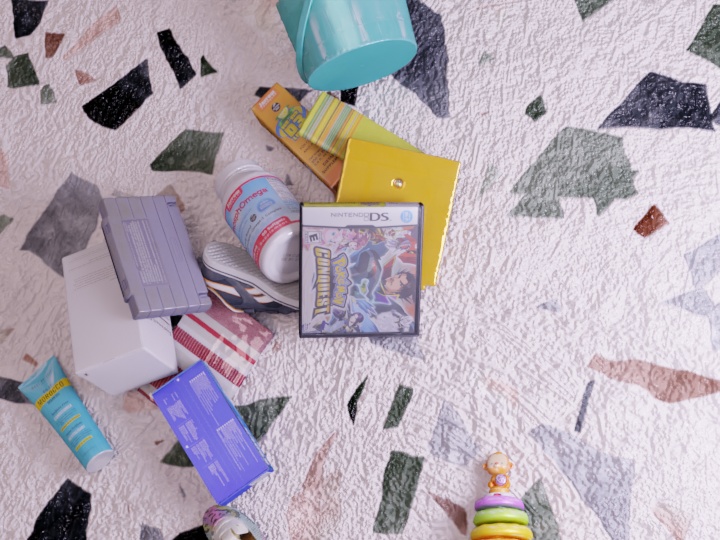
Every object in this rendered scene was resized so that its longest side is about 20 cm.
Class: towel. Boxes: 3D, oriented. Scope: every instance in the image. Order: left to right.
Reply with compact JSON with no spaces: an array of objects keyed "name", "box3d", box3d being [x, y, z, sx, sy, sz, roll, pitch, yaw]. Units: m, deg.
[{"name":"towel","box3d":[-0.243,0.143,1.784,0.144,0.023,0.201,34,90,18]},{"name":"towel","box3d":[0.007,-0.188,1.735,0.199,0.018,0.086,31,64,-3]}]

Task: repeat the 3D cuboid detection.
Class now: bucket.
[{"name":"bucket","box3d":[-0.017,-0.370,1.736,0.206,0.207,0.136,-19,80,11]}]

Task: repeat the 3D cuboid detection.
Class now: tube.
[{"name":"tube","box3d":[-0.465,0.231,1.818,0.077,0.050,0.200,-39,65,-9]}]

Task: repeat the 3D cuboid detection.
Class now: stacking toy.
[{"name":"stacking toy","box3d":[0.194,0.348,1.580,0.115,0.110,0.202,-6,65,17]}]

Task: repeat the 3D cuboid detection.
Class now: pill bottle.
[{"name":"pill bottle","box3d":[-0.144,-0.081,1.744,0.109,0.109,0.200,-42,52,3]}]

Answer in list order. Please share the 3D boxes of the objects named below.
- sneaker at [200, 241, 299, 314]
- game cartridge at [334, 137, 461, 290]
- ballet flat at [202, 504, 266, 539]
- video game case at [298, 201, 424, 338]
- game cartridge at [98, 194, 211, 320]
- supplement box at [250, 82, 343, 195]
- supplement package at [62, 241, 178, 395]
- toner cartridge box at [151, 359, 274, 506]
[{"name":"sneaker","box3d":[-0.153,0.027,1.759,0.199,0.079,0.080,24,128,7]},{"name":"game cartridge","box3d":[0.046,-0.082,1.703,0.175,0.032,0.202,12,93,-4]},{"name":"ballet flat","box3d":[-0.165,0.417,1.673,0.069,0.071,0.200,-46,70,1]},{"name":"video game case","box3d":[0.000,0.000,1.666,0.179,0.026,0.202,-1,106,-6]},{"name":"game cartridge","box3d":[-0.315,-0.022,1.734,0.129,0.038,0.201,-7,64,-32]},{"name":"supplement box","box3d":[-0.081,-0.204,1.792,0.067,0.069,0.200,-46,68,0]},{"name":"supplement package","box3d":[-0.372,0.070,1.768,0.120,0.120,0.201,-19,62,11]},{"name":"toner cartridge box","box3d":[-0.223,0.244,1.724,0.095,0.043,0.201,-34,74,-2]}]
